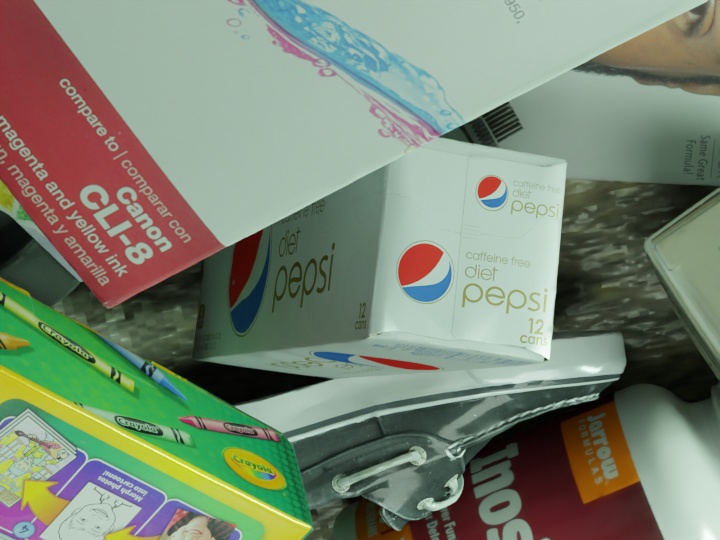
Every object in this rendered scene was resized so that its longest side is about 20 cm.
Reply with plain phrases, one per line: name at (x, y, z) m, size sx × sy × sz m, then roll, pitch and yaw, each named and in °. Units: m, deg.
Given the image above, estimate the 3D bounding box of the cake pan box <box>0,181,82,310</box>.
cake pan box at (-0.178, -0.052, 0.714) m, size 0.184 × 0.052 × 0.200 m, roll -15°, pitch 138°, yaw 24°

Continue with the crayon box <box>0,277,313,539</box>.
crayon box at (-0.131, 0.077, 0.755) m, size 0.200 × 0.058 × 0.119 m, roll 32°, pitch 112°, yaw -31°

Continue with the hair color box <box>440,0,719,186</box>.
hair color box at (0.041, -0.093, 0.715) m, size 0.200 × 0.064 × 0.111 m, roll 2°, pitch 127°, yaw 5°

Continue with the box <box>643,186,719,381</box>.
box at (0.154, 0.015, 0.740) m, size 0.068 × 0.082 × 0.200 m, roll -34°, pitch 168°, yaw 5°

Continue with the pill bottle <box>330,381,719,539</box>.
pill bottle at (0.097, 0.118, 0.889) m, size 0.200 × 0.113 × 0.113 m, roll -24°, pitch 128°, yaw 9°

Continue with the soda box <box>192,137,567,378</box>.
soda box at (0.000, 0.000, 0.729) m, size 0.064 × 0.200 × 0.068 m, roll 9°, pitch 83°, yaw -20°

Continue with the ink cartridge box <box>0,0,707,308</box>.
ink cartridge box at (-0.017, -0.116, 0.580) m, size 0.200 × 0.145 × 0.145 m, roll -26°, pitch 112°, yaw 24°

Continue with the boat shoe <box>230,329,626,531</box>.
boat shoe at (0.016, 0.072, 0.851) m, size 0.200 × 0.072 × 0.068 m, roll -14°, pitch 87°, yaw 5°
